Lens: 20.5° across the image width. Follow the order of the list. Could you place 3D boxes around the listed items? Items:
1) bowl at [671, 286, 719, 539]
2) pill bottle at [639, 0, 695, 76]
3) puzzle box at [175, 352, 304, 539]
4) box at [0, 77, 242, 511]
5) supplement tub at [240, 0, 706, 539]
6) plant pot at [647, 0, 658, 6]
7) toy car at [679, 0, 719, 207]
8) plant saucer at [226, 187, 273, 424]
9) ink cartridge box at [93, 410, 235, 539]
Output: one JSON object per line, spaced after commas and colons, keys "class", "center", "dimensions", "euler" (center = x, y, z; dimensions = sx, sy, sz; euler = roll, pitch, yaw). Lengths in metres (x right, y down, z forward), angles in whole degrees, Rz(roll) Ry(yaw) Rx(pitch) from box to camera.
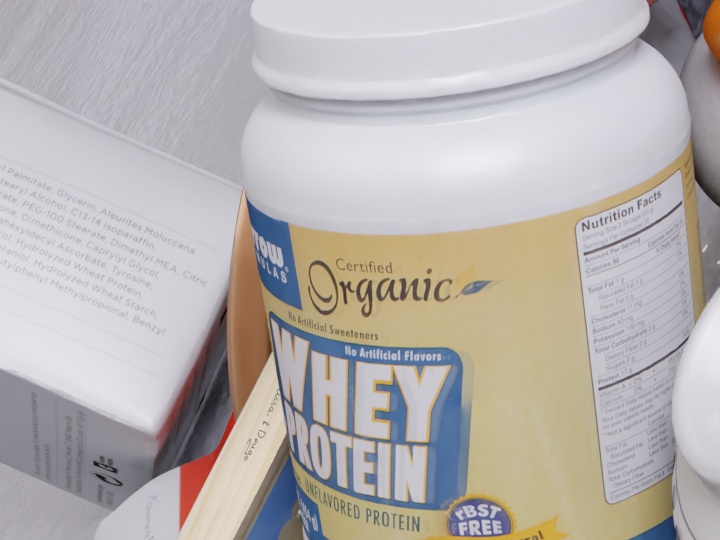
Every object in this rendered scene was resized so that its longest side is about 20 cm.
{"class": "bowl", "center": [0.151, 0.042, 0.561], "dimensions": [0.201, 0.094, 0.201], "euler": [-43, 27, 28]}
{"class": "pill bottle", "center": [0.080, -0.124, 0.871], "dimensions": [0.111, 0.111, 0.200], "euler": [-44, 27, 26]}
{"class": "puzzle box", "center": [-0.005, 0.087, 0.758], "dimensions": [0.025, 0.133, 0.200], "euler": [18, 75, 37]}
{"class": "box", "center": [-0.166, 0.011, 0.990], "dimensions": [0.199, 0.200, 0.131], "euler": [112, -179, -70]}
{"class": "supplement tub", "center": [0.039, 0.002, 0.649], "dimensions": [0.144, 0.201, 0.145], "euler": [-8, 21, 3]}
{"class": "plant pot", "center": [0.029, -0.210, 0.760], "dimensions": [0.201, 0.201, 0.195], "euler": [-57, 36, 1]}
{"class": "toy car", "center": [0.163, -0.123, 0.647], "dimensions": [0.175, 0.150, 0.200], "euler": [-37, 20, 39]}
{"class": "plant saucer", "center": [0.000, 0.000, 0.818], "dimensions": [0.032, 0.200, 0.201], "euler": [8, 60, 20]}
{"class": "ink cartridge box", "center": [-0.091, 0.150, 0.868], "dimensions": [0.163, 0.057, 0.200], "euler": [-97, 21, -55]}
